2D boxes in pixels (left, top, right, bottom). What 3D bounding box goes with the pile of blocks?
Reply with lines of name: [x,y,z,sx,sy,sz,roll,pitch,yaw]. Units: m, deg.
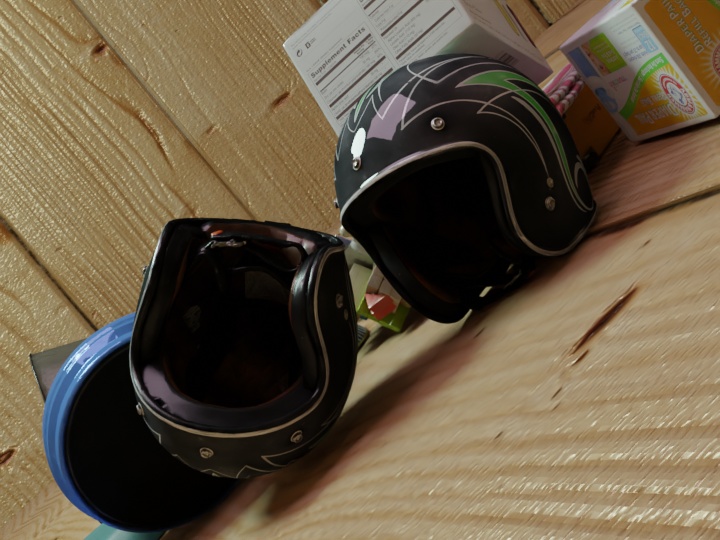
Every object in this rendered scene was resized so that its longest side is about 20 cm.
pile of blocks: [0.002,0.039,1.272,0.199,0.082,0.063,-14,47,62]

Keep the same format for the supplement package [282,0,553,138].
supplement package: [0.057,-0.192,1.171,0.155,0.112,0.199,-39,-20,20]

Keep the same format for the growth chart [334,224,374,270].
growth chart: [0.000,0.000,1.300,0.018,0.143,0.200,-69,13,-18]

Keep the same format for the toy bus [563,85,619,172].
toy bus: [0.199,-0.129,1.260,0.078,0.065,0.200,-38,7,43]

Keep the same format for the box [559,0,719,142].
box: [0.257,-0.186,1.055,0.101,0.113,0.200,-40,4,-5]

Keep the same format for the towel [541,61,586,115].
towel: [0.152,-0.143,1.203,0.146,0.030,0.200,-38,7,35]

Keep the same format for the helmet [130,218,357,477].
helmet: [-0.092,0.064,1.034,0.200,0.197,0.194,-82,-1,-82]

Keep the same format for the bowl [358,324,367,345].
bowl: [-0.096,0.094,1.385,0.200,0.094,0.201,-41,5,4]

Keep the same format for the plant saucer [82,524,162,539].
plant saucer: [-0.273,0.299,1.310,0.199,0.036,0.200,-41,5,4]

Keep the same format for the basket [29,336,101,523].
basket: [-0.191,0.118,1.239,0.198,0.182,0.137,-24,-28,-10]

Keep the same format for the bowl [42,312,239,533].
bowl: [-0.180,0.137,1.149,0.200,0.202,0.039,-42,28,-12]

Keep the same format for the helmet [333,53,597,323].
helmet: [0.076,-0.077,1.028,0.199,0.191,0.200,-40,5,4]
